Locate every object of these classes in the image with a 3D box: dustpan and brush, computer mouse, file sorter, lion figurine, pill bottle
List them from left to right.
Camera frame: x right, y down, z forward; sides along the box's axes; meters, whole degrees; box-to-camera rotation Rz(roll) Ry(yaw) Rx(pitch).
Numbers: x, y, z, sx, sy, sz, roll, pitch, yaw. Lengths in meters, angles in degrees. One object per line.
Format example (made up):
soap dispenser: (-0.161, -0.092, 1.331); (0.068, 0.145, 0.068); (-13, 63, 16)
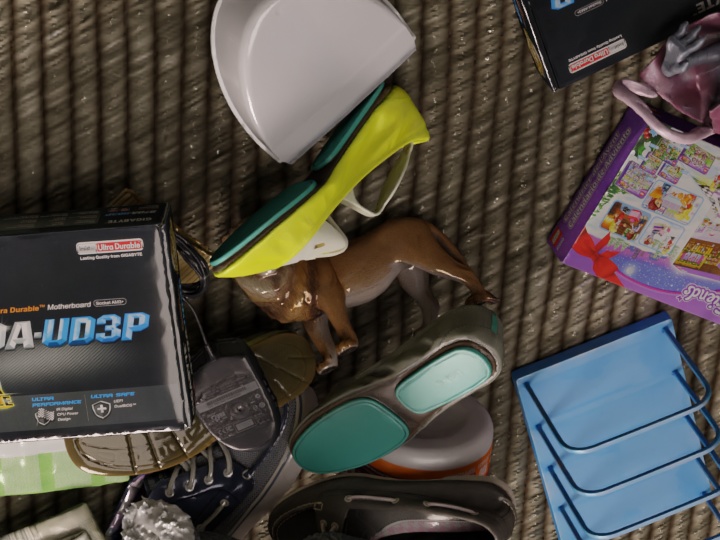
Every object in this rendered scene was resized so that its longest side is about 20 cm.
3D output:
computer mouse: (-0.114, 0.047, 1.633); (0.059, 0.034, 0.200); (-20, 110, 11)
dustpan and brush: (-0.067, -0.188, 1.568); (0.140, 0.057, 0.200); (-43, 130, -2)
lion figurine: (0.000, 0.000, 1.684); (0.200, 0.123, 0.072); (-15, 162, -27)
pill bottle: (0.042, 0.198, 1.792); (0.113, 0.113, 0.200); (-4, 122, -15)
file sorter: (0.228, 0.165, 1.826); (0.139, 0.123, 0.200); (-21, 124, -5)

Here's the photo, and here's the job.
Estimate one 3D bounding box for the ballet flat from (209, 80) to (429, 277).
ballet flat: (-0.022, -0.051, 1.610); (0.067, 0.067, 0.200); (47, 71, -14)

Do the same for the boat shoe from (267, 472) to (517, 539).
boat shoe: (0.019, 0.193, 1.695); (0.200, 0.057, 0.067); (-7, 117, 16)

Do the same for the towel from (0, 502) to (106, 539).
towel: (-0.262, 0.303, 1.742); (0.192, 0.035, 0.200); (-24, 95, 6)

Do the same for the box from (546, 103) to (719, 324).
box: (0.265, -0.039, 1.765); (0.200, 0.039, 0.137); (21, 111, -27)

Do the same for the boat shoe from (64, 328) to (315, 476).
boat shoe: (-0.133, 0.097, 1.691); (0.201, 0.066, 0.072); (-23, 105, -15)

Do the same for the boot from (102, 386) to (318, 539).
boot: (-0.118, 0.162, 1.741); (0.090, 0.073, 0.200); (21, 112, -33)

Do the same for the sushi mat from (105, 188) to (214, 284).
sushi mat: (-0.206, 0.031, 1.636); (0.200, 0.012, 0.096); (-42, 123, 13)

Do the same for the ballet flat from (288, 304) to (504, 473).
ballet flat: (0.030, 0.089, 1.681); (0.200, 0.064, 0.067); (-33, 117, 29)

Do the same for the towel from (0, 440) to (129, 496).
towel: (-0.249, 0.084, 1.686); (0.149, 0.031, 0.200); (-5, 123, -12)

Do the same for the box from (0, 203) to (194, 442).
box: (-0.224, 0.040, 1.584); (0.200, 0.046, 0.159); (-4, 111, 3)

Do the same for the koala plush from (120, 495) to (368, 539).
koala plush: (-0.089, 0.257, 1.681); (0.184, 0.200, 0.177); (-51, 136, -20)

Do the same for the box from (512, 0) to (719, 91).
box: (0.199, -0.242, 1.617); (0.200, 0.046, 0.159); (-25, 124, -3)

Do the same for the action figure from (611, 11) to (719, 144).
action figure: (0.297, -0.112, 1.665); (0.149, 0.134, 0.200); (-40, 153, 3)
